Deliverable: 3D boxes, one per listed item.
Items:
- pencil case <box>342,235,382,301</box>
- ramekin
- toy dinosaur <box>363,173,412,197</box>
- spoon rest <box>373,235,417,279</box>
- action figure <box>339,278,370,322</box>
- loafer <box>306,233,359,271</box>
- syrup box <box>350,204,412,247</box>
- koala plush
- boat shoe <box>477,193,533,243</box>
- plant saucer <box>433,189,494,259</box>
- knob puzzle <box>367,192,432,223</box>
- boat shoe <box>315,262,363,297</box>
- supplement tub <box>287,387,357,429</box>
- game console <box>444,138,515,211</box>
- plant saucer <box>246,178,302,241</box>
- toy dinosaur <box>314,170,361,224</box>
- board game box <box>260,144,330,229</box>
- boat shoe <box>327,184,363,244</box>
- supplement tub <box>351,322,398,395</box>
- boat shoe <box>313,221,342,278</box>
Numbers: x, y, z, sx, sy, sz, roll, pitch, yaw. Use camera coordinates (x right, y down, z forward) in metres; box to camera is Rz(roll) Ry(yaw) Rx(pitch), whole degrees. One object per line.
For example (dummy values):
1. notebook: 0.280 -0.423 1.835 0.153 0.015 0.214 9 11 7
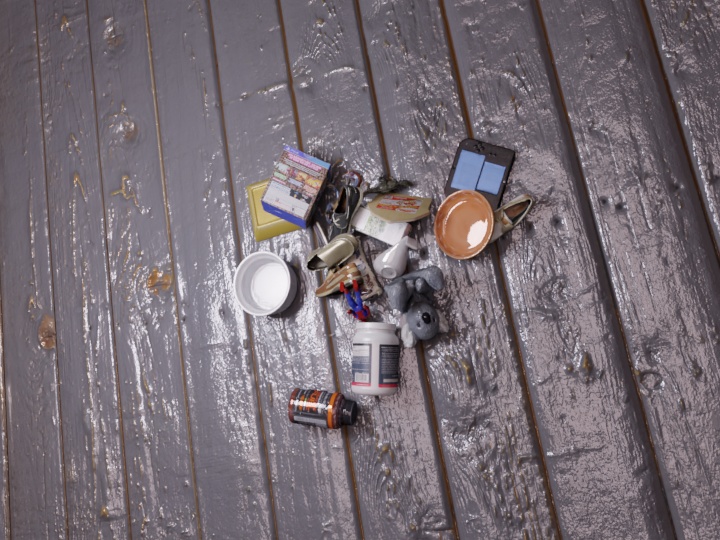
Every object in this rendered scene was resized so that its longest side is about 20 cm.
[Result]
1. pencil case: 0.000 0.000 1.697 0.089 0.077 0.203 -42 67 48
2. ramekin: -0.298 0.047 1.766 0.196 0.098 0.206 -3 81 16
3. toy dinosaur: 0.062 -0.260 1.717 0.197 0.048 0.088 -22 32 -14
4. spoon rest: 0.110 -0.039 1.637 0.098 0.200 0.061 25 51 -13
5. action figure: -0.011 0.105 1.634 0.064 0.201 0.052 -15 52 7
6. loafer: -0.087 -0.044 1.653 0.198 0.069 0.076 -27 112 34
7. syrup box: 0.055 -0.138 1.704 0.197 0.081 0.080 24 91 17
8. koala plush: 0.171 0.110 1.609 0.174 0.184 0.204 -24 93 -10
9. boat shoe: 0.416 -0.150 1.605 0.200 0.068 0.075 -44 92 7
10. plant saucer: 0.308 -0.134 1.625 0.197 0.037 0.205 -3 85 39
11. knob puzzle: 0.112 -0.178 1.656 0.215 0.220 0.031 11 122 16
12. boat shoe: -0.066 0.029 1.674 0.198 0.075 0.075 -23 78 43
13. supplement tub: -0.111 0.416 1.656 0.195 0.107 0.110 3 82 15
14. game console: 0.358 -0.288 1.670 0.174 0.031 0.204 18 87 18
15. plant saucer: -0.285 -0.221 1.829 0.196 0.048 0.204 -15 78 12
16. toy dinosaur: -0.060 -0.228 1.769 0.181 0.203 0.104 -39 47 -25
17. board game box: -0.203 -0.263 1.748 0.157 0.097 0.203 23 77 1
18. boat shoe: -0.061 -0.162 1.664 0.072 0.067 0.203 37 112 38
19. supplement tub: 0.043 0.259 1.617 0.137 0.140 0.205 0 82 15
20. boat shoe: -0.114 -0.056 1.745 0.062 0.073 0.203 -26 82 10
